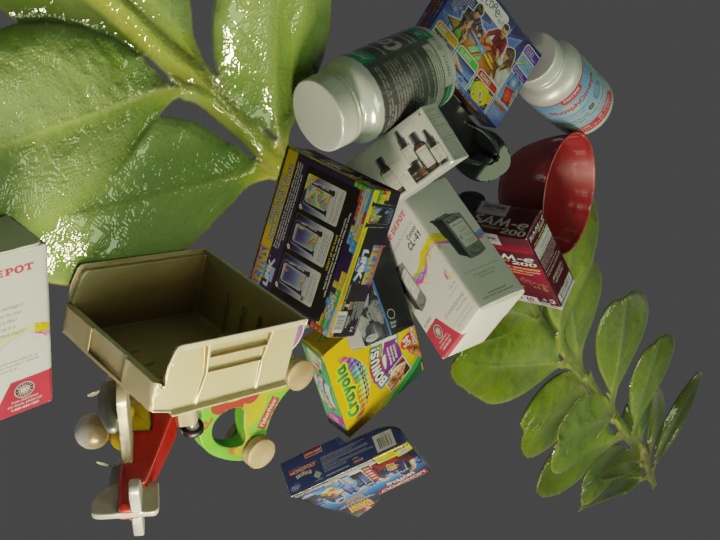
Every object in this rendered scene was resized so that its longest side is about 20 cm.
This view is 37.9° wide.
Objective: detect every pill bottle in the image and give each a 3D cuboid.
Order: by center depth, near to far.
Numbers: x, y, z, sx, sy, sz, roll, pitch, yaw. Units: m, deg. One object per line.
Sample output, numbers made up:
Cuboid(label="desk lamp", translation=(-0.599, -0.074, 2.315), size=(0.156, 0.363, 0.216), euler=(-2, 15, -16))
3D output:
Cuboid(label="pill bottle", translation=(0.018, -0.231, 1.345), size=(0.200, 0.113, 0.113), euler=(-31, 134, -34))
Cuboid(label="pill bottle", translation=(0.309, -0.293, 1.637), size=(0.200, 0.109, 0.109), euler=(23, 96, -52))

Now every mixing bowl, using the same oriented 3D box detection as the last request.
Cuboid(label="mixing bowl", translation=(0.294, -0.132, 1.710), size=(0.200, 0.108, 0.200), euler=(-25, 121, -51))

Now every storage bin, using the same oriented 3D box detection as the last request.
Cuboid(label="storage bin", translation=(-0.207, 0.065, 1.214), size=(0.198, 0.200, 0.094), euler=(-9, 123, -45))

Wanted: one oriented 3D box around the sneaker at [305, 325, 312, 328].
Cuboid(label="sneaker", translation=(-0.040, 0.039, 1.479), size=(0.200, 0.085, 0.078), euler=(-25, 131, -36))

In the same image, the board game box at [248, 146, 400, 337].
Cuboid(label="board game box", translation=(-0.051, -0.038, 1.350), size=(0.057, 0.165, 0.200), euler=(2, 112, -48))

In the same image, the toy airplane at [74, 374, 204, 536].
Cuboid(label="toy airplane", translation=(-0.285, 0.219, 1.275), size=(0.199, 0.141, 0.200), euler=(18, 86, -84))

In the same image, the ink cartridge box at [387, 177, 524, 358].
Cuboid(label="ink cartridge box", translation=(0.117, -0.002, 1.459), size=(0.086, 0.200, 0.148), euler=(-23, 157, -29))

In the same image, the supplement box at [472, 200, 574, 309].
Cuboid(label="supplement box", translation=(0.254, -0.023, 1.649), size=(0.061, 0.109, 0.200), euler=(-61, 141, -22))

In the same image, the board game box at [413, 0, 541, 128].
Cuboid(label="board game box", translation=(0.164, -0.313, 1.476), size=(0.200, 0.034, 0.135), euler=(41, 76, -39))

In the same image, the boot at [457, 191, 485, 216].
Cuboid(label="boot", translation=(0.144, -0.007, 1.663), size=(0.200, 0.076, 0.168), euler=(-43, 136, -30))

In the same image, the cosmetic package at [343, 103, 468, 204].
Cuboid(label="cosmetic package", translation=(0.035, -0.127, 1.362), size=(0.200, 0.083, 0.051), euler=(-34, 174, 32))

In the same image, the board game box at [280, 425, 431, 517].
Cuboid(label="board game box", translation=(0.002, 0.323, 1.681), size=(0.200, 0.062, 0.200), euler=(-25, 148, 5))

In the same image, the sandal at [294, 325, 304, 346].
Cuboid(label="sandal", translation=(-0.154, 0.101, 1.361), size=(0.202, 0.050, 0.083), euler=(-14, 112, -31))

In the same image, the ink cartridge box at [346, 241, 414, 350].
Cuboid(label="ink cartridge box", translation=(0.000, 0.000, 1.450), size=(0.099, 0.039, 0.200), euler=(-22, 93, -37))

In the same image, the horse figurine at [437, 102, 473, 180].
Cuboid(label="horse figurine", translation=(0.096, -0.169, 1.527), size=(0.132, 0.050, 0.200), euler=(16, 102, -57))

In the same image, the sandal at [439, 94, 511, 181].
Cuboid(label="sandal", translation=(0.153, -0.182, 1.498), size=(0.200, 0.043, 0.076), euler=(32, 93, -43))

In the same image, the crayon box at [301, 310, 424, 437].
Cuboid(label="crayon box", translation=(0.008, 0.133, 1.616), size=(0.173, 0.058, 0.200), euler=(-40, 139, -24))

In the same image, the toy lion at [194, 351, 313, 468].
Cuboid(label="toy lion", translation=(-0.171, 0.160, 1.436), size=(0.192, 0.069, 0.200), euler=(22, 95, -45))

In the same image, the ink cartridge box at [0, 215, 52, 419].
Cuboid(label="ink cartridge box", translation=(-0.403, 0.059, 1.080), size=(0.148, 0.086, 0.200), euler=(-18, 125, -40))
